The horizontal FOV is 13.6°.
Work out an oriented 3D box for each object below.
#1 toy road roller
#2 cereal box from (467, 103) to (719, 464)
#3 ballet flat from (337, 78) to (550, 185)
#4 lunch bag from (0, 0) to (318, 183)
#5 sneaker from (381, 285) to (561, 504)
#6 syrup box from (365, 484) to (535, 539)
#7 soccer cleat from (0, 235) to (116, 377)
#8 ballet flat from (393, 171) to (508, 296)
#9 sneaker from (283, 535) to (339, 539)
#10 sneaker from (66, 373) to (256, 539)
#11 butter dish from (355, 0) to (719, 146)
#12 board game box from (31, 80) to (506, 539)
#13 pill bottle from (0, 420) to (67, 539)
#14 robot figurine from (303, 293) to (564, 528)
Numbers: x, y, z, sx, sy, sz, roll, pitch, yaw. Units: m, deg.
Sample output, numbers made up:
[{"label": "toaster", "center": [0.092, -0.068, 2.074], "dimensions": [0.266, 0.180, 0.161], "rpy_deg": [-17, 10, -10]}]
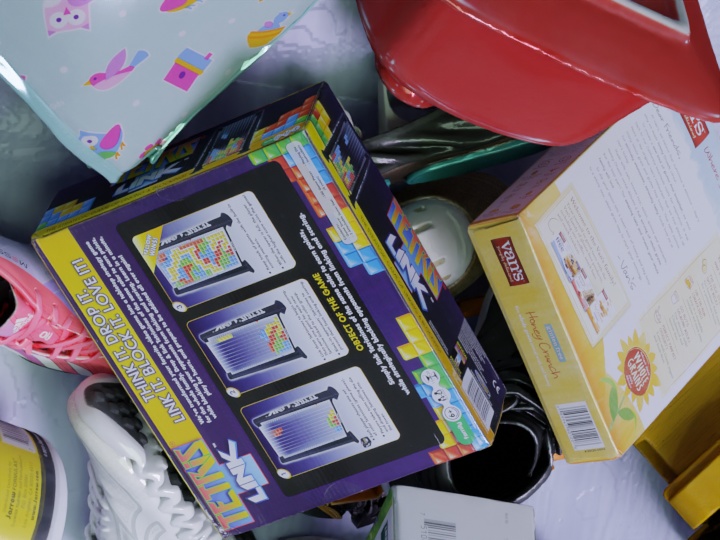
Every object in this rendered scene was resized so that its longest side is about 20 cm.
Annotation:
[{"label": "toy road roller", "center": [0.223, 0.108, 1.749], "dimensions": [0.123, 0.200, 0.146], "rpy_deg": [-41, 83, 2]}, {"label": "cereal box", "center": [0.143, -0.008, 1.603], "dimensions": [0.200, 0.039, 0.144], "rpy_deg": [-41, 113, -47]}, {"label": "ballet flat", "center": [0.009, -0.066, 1.590], "dimensions": [0.199, 0.068, 0.069], "rpy_deg": [-22, 83, -19]}, {"label": "lunch bag", "center": [-0.122, -0.158, 1.446], "dimensions": [0.170, 0.122, 0.200], "rpy_deg": [-42, 120, 2]}, {"label": "sneaker", "center": [0.094, 0.054, 1.606], "dimensions": [0.071, 0.099, 0.200], "rpy_deg": [39, 83, -20]}, {"label": "syrup box", "center": [0.029, 0.204, 1.601], "dimensions": [0.081, 0.079, 0.200], "rpy_deg": [9, 141, -12]}, {"label": "soccer cleat", "center": [-0.171, 0.020, 1.549], "dimensions": [0.199, 0.073, 0.068], "rpy_deg": [26, 104, -35]}, {"label": "ballet flat", "center": [0.000, 0.000, 1.609], "dimensions": [0.199, 0.072, 0.068], "rpy_deg": [-20, 89, -11]}, {"label": "sneaker", "center": [0.036, 0.201, 1.733], "dimensions": [0.199, 0.089, 0.079], "rpy_deg": [-3, 119, -22]}, {"label": "sneaker", "center": [-0.118, 0.133, 1.631], "dimensions": [0.081, 0.075, 0.200], "rpy_deg": [-23, 136, 7]}, {"label": "butter dish", "center": [0.063, -0.140, 1.524], "dimensions": [0.199, 0.200, 0.148], "rpy_deg": [21, 130, -32]}, {"label": "board game box", "center": [-0.044, 0.024, 1.525], "dimensions": [0.165, 0.057, 0.201], "rpy_deg": [-19, 115, 24]}, {"label": "pill bottle", "center": [-0.258, 0.109, 1.536], "dimensions": [0.199, 0.112, 0.112], "rpy_deg": [23, 106, -32]}, {"label": "robot figurine", "center": [0.043, 0.073, 1.682], "dimensions": [0.199, 0.058, 0.146], "rpy_deg": [-12, 116, -18]}]
